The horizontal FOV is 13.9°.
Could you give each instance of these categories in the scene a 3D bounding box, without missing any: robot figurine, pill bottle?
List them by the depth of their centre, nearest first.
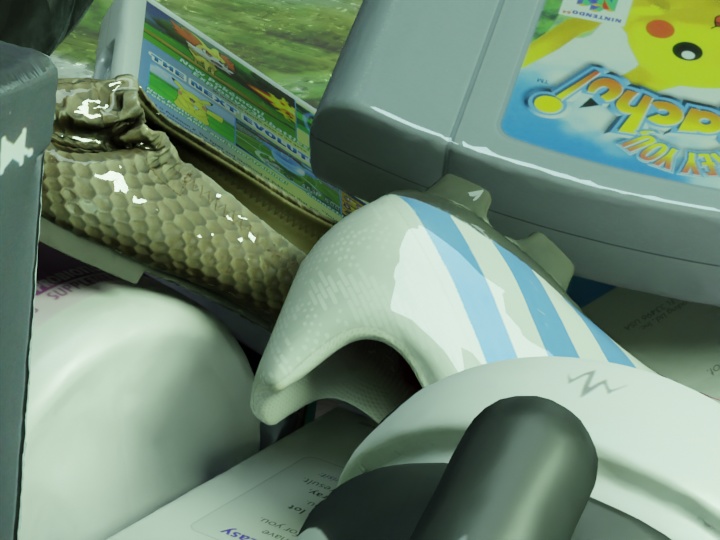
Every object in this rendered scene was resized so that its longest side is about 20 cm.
[{"bbox_3d":[0.023,0.109,0.594,0.125,0.150,0.200,40,55,-14],"label":"robot figurine"},{"bbox_3d":[-0.133,0.026,0.838,0.200,0.112,0.112,25,29,36],"label":"pill bottle"}]

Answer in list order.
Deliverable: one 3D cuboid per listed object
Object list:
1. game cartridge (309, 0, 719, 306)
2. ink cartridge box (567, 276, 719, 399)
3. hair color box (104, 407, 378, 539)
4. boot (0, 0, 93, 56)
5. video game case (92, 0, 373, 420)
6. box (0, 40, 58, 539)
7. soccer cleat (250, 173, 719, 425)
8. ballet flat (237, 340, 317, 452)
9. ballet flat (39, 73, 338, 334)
[{"bbox_3d":[0.093,-0.046,0.835,0.200,0.041,0.133,12,45,8],"label":"game cartridge"},{"bbox_3d":[0.144,0.042,0.842,0.116,0.067,0.200,-29,48,-3],"label":"ink cartridge box"},{"bbox_3d":[-0.019,0.108,0.742,0.109,0.065,0.200,20,25,28],"label":"hair color box"},{"bbox_3d":[-0.155,-0.090,0.821,0.200,0.066,0.165,-18,45,34],"label":"boot"},{"bbox_3d":[0.000,0.000,0.930,0.200,0.022,0.182,33,18,-15],"label":"video game case"},{"bbox_3d":[-0.188,0.026,0.716,0.200,0.197,0.117,20,27,28],"label":"box"},{"bbox_3d":[0.062,0.059,0.739,0.200,0.070,0.086,33,61,12],"label":"soccer cleat"},{"bbox_3d":[-0.054,0.021,0.920,0.073,0.073,0.200,6,20,-2],"label":"ballet flat"},{"bbox_3d":[-0.014,-0.006,0.801,0.200,0.046,0.067,24,12,-31],"label":"ballet flat"}]
